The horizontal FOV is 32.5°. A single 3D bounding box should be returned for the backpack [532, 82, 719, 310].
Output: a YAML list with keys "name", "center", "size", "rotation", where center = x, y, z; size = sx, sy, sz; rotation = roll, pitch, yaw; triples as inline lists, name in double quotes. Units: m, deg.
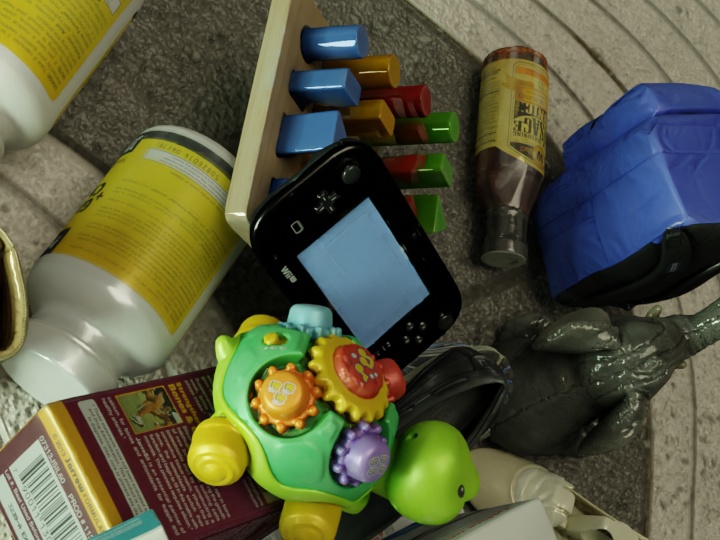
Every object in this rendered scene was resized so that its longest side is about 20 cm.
- name: "backpack"
  center: [0.253, -0.058, 1.083]
  size: [0.162, 0.200, 0.168]
  rotation: [2, 64, -28]

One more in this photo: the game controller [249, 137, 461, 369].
- name: "game controller"
  center: [0.000, 0.000, 0.853]
  size: [0.104, 0.042, 0.200]
  rotation: [-46, 134, -12]

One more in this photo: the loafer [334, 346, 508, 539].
- name: "loafer"
  center: [0.027, 0.137, 0.893]
  size: [0.201, 0.070, 0.068]
  rotation: [-46, 109, -3]

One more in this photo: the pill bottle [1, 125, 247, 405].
- name: "pill bottle"
  center: [-0.160, 0.002, 0.862]
  size: [0.112, 0.112, 0.200]
  rotation: [41, 58, -14]

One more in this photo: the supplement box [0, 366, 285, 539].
- name: "supplement box"
  center: [-0.126, 0.136, 0.807]
  size: [0.200, 0.086, 0.111]
  rotation: [-8, 63, -54]

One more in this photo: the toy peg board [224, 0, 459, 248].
- name: "toy peg board"
  center: [0.000, -0.085, 0.934]
  size: [0.199, 0.098, 0.201]
  rotation: [51, 43, -58]

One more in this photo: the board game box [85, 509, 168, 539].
- name: "board game box"
  center: [-0.142, 0.254, 0.666]
  size: [0.151, 0.047, 0.200]
  rotation: [-23, 98, -16]

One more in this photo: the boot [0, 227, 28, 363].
- name: "boot"
  center: [-0.278, -0.019, 0.771]
  size: [0.073, 0.155, 0.200]
  rotation: [-21, 86, -34]

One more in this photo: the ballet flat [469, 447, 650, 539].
- name: "ballet flat"
  center: [0.172, 0.205, 1.027]
  size: [0.200, 0.069, 0.070]
  rotation: [35, 60, -17]

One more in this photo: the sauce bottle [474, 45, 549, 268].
- name: "sauce bottle"
  center: [0.135, -0.101, 1.104]
  size: [0.066, 0.066, 0.201]
  rotation: [15, 68, -27]

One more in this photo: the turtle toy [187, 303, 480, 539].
- name: "turtle toy"
  center: [-0.013, 0.101, 0.805]
  size: [0.200, 0.101, 0.146]
  rotation: [40, 33, -17]

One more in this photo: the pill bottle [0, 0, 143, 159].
- name: "pill bottle"
  center: [-0.244, -0.155, 0.862]
  size: [0.111, 0.111, 0.200]
  rotation: [37, 58, -16]

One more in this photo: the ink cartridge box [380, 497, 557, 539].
- name: "ink cartridge box"
  center: [0.062, 0.214, 0.849]
  size: [0.116, 0.200, 0.068]
  rotation: [-20, 85, -35]

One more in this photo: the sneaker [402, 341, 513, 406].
- name: "sneaker"
  center: [0.015, 0.105, 0.967]
  size: [0.199, 0.085, 0.077]
  rotation: [-14, 107, -14]

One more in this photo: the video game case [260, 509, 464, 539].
- name: "video game case"
  center: [0.011, 0.241, 0.945]
  size: [0.200, 0.023, 0.182]
  rotation: [-25, 88, -35]

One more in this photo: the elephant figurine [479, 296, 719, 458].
- name: "elephant figurine"
  center: [0.192, 0.079, 0.997]
  size: [0.141, 0.200, 0.155]
  rotation: [30, 61, -20]
